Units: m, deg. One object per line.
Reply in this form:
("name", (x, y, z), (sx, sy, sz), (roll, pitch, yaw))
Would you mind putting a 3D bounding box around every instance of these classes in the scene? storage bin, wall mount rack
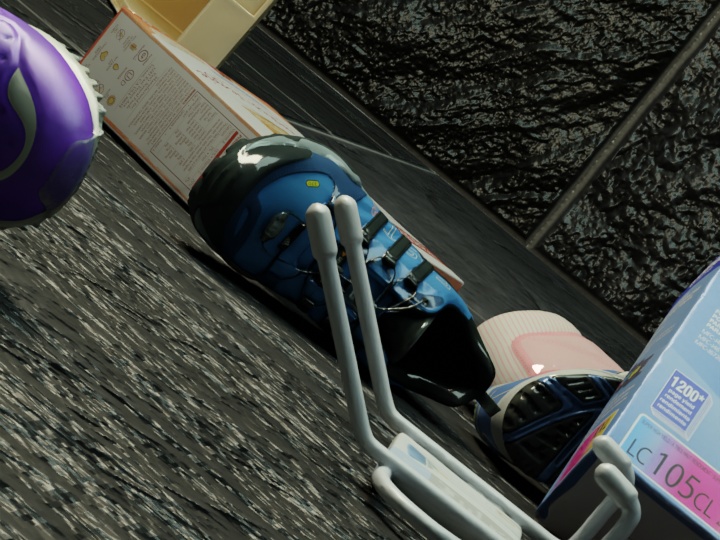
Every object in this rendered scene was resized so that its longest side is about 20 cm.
("storage bin", (-0.098, -0.258, 2.271), (0.094, 0.200, 0.199), (40, 5, -16))
("wall mount rack", (0.033, 0.052, 1.179), (0.174, 0.075, 0.200), (39, 4, 2))

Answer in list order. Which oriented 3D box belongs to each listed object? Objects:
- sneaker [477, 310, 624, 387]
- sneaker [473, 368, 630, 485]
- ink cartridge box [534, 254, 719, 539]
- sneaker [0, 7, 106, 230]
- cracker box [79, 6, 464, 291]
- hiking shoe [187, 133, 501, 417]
("sneaker", (0.134, 0.082, 1.631), (0.200, 0.075, 0.105), (29, 15, -39))
("sneaker", (0.151, 0.081, 1.515), (0.200, 0.076, 0.077), (12, -1, -24))
("ink cartridge box", (0.192, 0.080, 1.425), (0.136, 0.076, 0.200), (39, 49, 0))
("sneaker", (-0.175, -0.082, 0.975), (0.200, 0.070, 0.099), (37, 10, 30))
("cracker box", (-0.051, -0.047, 1.547), (0.200, 0.058, 0.134), (44, 8, 40))
("hiking shoe", (0.000, 0.000, 1.405), (0.200, 0.074, 0.087), (34, 7, -47))
